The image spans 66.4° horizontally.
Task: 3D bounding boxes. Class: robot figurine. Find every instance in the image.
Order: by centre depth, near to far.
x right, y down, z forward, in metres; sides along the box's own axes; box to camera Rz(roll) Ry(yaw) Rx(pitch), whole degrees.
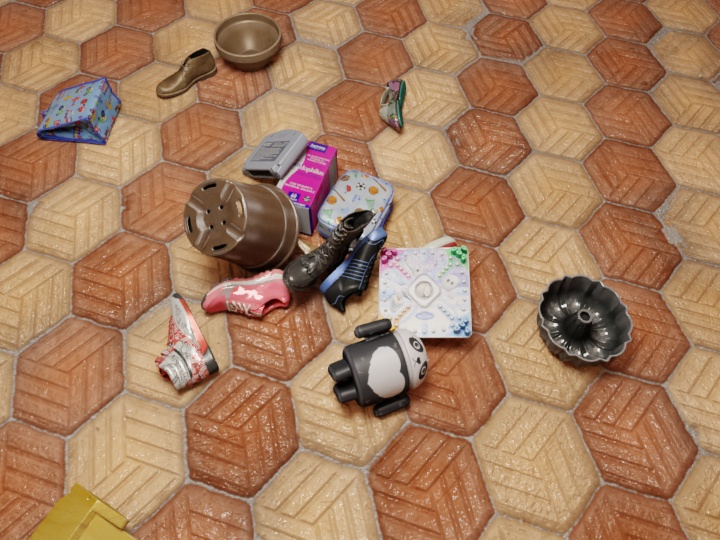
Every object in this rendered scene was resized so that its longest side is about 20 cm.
[{"bbox_3d":[0.037,0.191,1.077,0.195,0.153,0.126,-16,46,-12],"label":"robot figurine"}]

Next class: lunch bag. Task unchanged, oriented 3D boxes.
[{"bbox_3d":[-0.007,-0.139,1.315,0.157,0.076,0.203,23,59,10],"label":"lunch bag"},{"bbox_3d":[-0.766,-0.421,1.465,0.194,0.095,0.154,0,60,9],"label":"lunch bag"}]

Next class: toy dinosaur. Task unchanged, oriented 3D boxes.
[{"bbox_3d":[-0.113,-0.039,1.256,0.197,0.060,0.108,33,56,-8],"label":"toy dinosaur"}]

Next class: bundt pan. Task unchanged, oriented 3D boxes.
[{"bbox_3d":[0.464,0.114,1.169,0.195,0.076,0.207,1,59,-1],"label":"bundt pan"}]

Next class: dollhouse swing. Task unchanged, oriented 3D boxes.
[{"bbox_3d":[-0.457,0.508,0.919,0.179,0.177,0.202,-4,45,47],"label":"dollhouse swing"}]

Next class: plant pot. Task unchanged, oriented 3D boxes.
[{"bbox_3d":[-0.258,-0.101,1.162,0.194,0.198,0.207,-1,87,18],"label":"plant pot"},{"bbox_3d":[-0.325,-0.655,1.614,0.194,0.094,0.206,0,58,0],"label":"plant pot"}]

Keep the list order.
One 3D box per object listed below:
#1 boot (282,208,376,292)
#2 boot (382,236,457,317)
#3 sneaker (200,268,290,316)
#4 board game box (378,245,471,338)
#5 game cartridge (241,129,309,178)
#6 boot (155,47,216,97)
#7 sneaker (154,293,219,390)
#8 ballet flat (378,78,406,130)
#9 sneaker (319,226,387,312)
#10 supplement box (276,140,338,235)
[{"bbox_3d":[-0.066,-0.050,1.140,0.070,0.174,0.199,49,53,6],"label":"boot"},{"bbox_3d":[0.163,0.025,1.222,0.198,0.073,0.145,-34,65,-12],"label":"boot"},{"bbox_3d":[-0.243,0.062,1.181,0.195,0.074,0.088,-16,61,-12],"label":"sneaker"},{"bbox_3d":[0.135,0.041,1.168,0.194,0.026,0.206,-1,66,8],"label":"board game box"},{"bbox_3d":[-0.208,-0.287,1.350,0.134,0.042,0.198,-51,34,-17],"label":"game cartridge"},{"bbox_3d":[-0.502,-0.565,1.564,0.199,0.076,0.073,-40,68,-22],"label":"boot"},{"bbox_3d":[-0.379,0.145,1.128,0.106,0.068,0.203,-27,65,-20],"label":"sneaker"},{"bbox_3d":[0.088,-0.457,1.527,0.069,0.070,0.204,-6,52,16],"label":"ballet flat"},{"bbox_3d":[0.000,0.000,1.198,0.078,0.070,0.200,45,101,12],"label":"sneaker"},{"bbox_3d":[-0.131,-0.204,1.335,0.098,0.104,0.203,15,57,9],"label":"supplement box"}]
